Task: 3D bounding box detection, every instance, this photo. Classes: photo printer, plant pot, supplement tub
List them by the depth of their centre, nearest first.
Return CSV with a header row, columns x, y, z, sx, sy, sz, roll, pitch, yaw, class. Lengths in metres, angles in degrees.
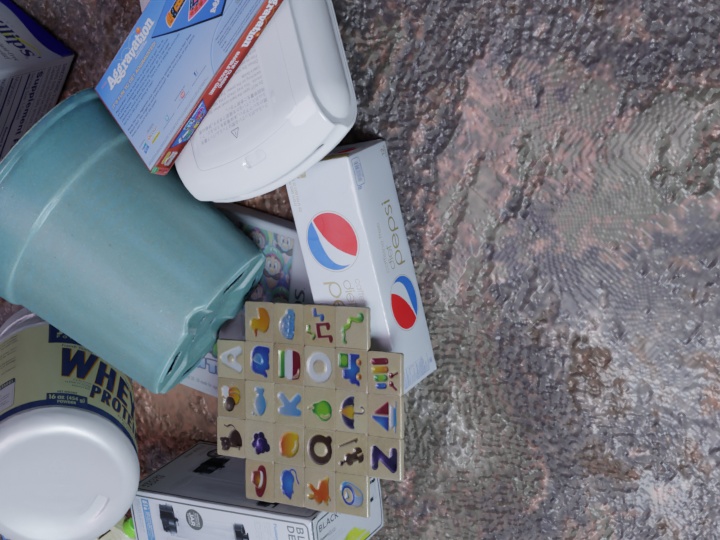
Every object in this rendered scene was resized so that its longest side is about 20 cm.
x,y,z,sx,sy,sz,roll,pitch,yaw,class
-0.088,-0.162,1.106,0.166,0.069,0.202,-25,72,35,photo printer
-0.197,-0.013,1.169,0.196,0.200,0.201,37,122,5,plant pot
-0.273,0.132,1.258,0.143,0.201,0.146,-5,123,-9,supplement tub

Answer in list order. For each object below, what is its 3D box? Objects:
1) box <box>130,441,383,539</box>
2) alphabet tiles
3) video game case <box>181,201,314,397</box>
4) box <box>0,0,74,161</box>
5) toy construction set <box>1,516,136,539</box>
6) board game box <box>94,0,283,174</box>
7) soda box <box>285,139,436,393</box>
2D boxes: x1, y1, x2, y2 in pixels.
x,y,z,sx,sy,sz,roll,pitch,yaw,class
-0.093,0.211,1.245,0.198,0.116,0.061,3,108,30,box
-0.045,0.111,1.149,0.199,0.006,0.168,2,94,38,alphabet tiles
-0.122,0.029,1.255,0.199,0.024,0.184,18,115,26,video game case
-0.380,-0.132,1.249,0.105,0.200,0.185,39,122,15,box
-0.283,0.270,1.404,0.132,0.092,0.200,53,136,5,toy construction set
-0.129,-0.183,1.083,0.200,0.019,0.103,-51,59,25,board game box
0.000,0.000,1.147,0.068,0.064,0.202,-6,103,32,soda box
